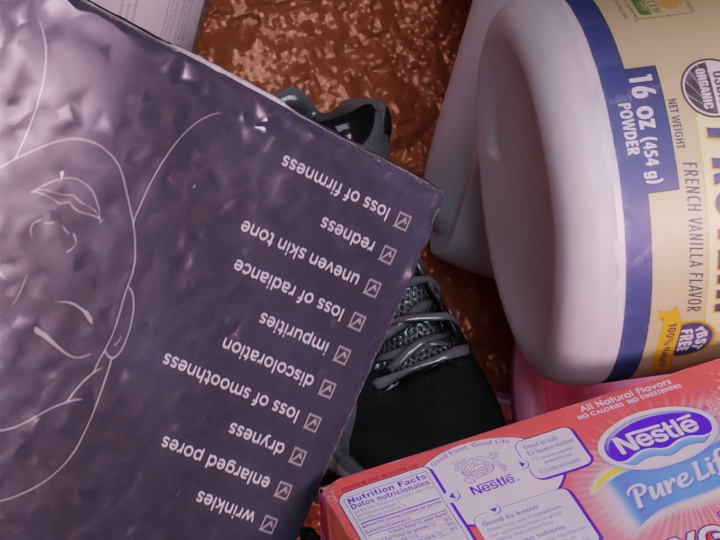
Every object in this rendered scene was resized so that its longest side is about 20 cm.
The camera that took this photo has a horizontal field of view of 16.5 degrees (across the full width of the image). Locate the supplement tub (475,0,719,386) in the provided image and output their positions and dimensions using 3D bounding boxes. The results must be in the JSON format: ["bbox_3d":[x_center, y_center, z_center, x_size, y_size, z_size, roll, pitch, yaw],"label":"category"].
[{"bbox_3d":[0.152,-0.040,0.917,0.198,0.144,0.146,-8,79,-9],"label":"supplement tub"}]

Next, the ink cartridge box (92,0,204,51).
[{"bbox_3d":[-0.148,-0.096,0.956,0.085,0.146,0.200,38,54,12],"label":"ink cartridge box"}]

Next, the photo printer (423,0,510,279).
[{"bbox_3d":[0.117,-0.073,1.027,0.165,0.201,0.070,4,41,-16],"label":"photo printer"}]

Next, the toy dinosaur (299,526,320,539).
[{"bbox_3d":[-0.028,0.162,1.009,0.088,0.047,0.200,-43,93,-1],"label":"toy dinosaur"}]

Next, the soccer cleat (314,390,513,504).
[{"bbox_3d":[0.043,0.072,1.029,0.198,0.076,0.067,14,75,-11],"label":"soccer cleat"}]

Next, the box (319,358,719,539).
[{"bbox_3d":[0.094,0.108,0.844,0.199,0.095,0.103,-17,45,-18],"label":"box"}]

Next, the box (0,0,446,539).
[{"bbox_3d":[-0.110,0.018,0.814,0.199,0.124,0.198,26,85,-36],"label":"box"}]

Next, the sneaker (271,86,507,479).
[{"bbox_3d":[0.000,0.000,0.970,0.075,0.116,0.200,-17,45,-21],"label":"sneaker"}]

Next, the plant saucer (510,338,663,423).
[{"bbox_3d":[0.155,0.053,0.990,0.199,0.051,0.202,2,72,-7],"label":"plant saucer"}]
